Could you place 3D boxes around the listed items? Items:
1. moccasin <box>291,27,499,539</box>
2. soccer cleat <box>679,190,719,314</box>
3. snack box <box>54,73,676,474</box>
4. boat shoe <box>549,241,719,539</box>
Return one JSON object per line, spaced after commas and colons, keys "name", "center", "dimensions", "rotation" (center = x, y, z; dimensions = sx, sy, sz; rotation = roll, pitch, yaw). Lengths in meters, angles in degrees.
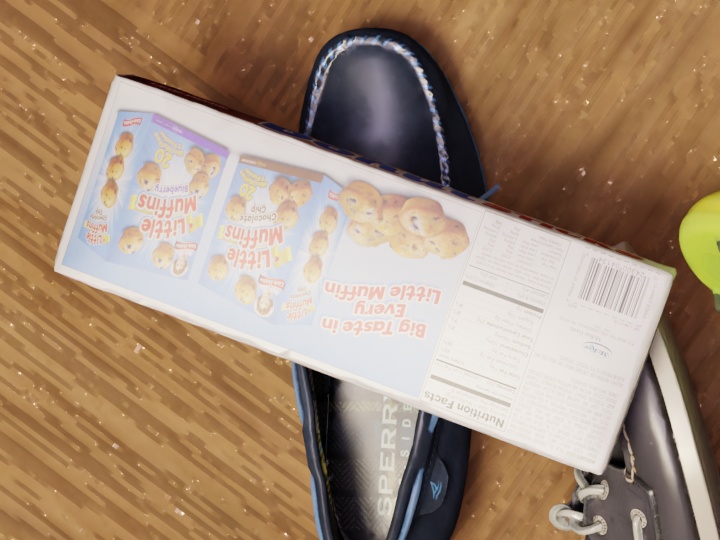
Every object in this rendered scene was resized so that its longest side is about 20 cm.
{"name": "moccasin", "center": [0.012, 0.014, 0.925], "dimensions": [0.080, 0.068, 0.201], "rotation": [-6, 93, 15]}
{"name": "soccer cleat", "center": [0.203, -0.002, 0.839], "dimensions": [0.200, 0.065, 0.084], "rotation": [11, 60, 23]}
{"name": "snack box", "center": [0.000, 0.000, 0.880], "dimensions": [0.199, 0.024, 0.072], "rotation": [20, 98, 9]}
{"name": "boat shoe", "center": [0.097, 0.092, 0.916], "dimensions": [0.063, 0.073, 0.201], "rotation": [-14, 98, 11]}
